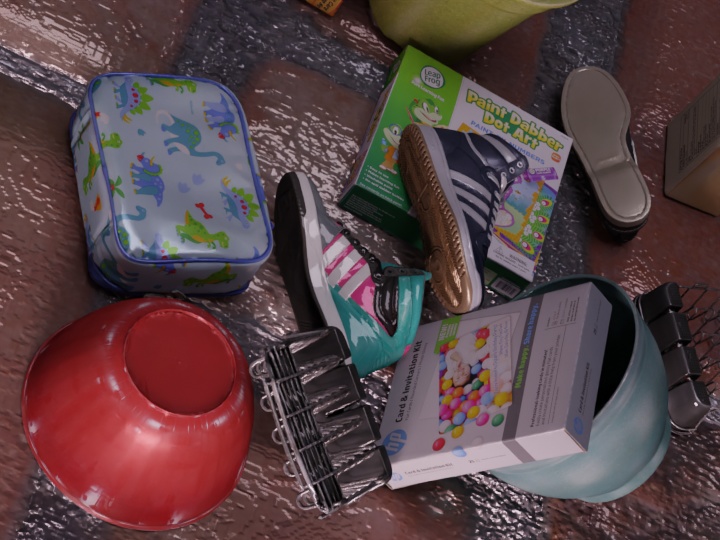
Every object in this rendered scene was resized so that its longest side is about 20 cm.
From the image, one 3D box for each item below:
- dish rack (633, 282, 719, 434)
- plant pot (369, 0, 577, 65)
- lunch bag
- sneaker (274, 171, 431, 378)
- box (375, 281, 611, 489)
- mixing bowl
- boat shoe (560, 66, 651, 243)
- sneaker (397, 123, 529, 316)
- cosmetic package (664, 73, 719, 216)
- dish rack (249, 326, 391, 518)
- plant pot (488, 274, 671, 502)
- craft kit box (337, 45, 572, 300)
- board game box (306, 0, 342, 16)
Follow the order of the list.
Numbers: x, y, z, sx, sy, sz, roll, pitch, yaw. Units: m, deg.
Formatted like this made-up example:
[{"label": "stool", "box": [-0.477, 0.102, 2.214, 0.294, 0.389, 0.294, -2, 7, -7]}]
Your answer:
[{"label": "dish rack", "box": [0.379, 0.087, 1.792, 0.199, 0.055, 0.154, 5, 60, -28]}, {"label": "plant pot", "box": [0.107, -0.304, 1.795, 0.200, 0.184, 0.201, 16, 58, -27]}, {"label": "lunch bag", "box": [-0.165, -0.073, 1.576, 0.160, 0.082, 0.201, -1, 62, -28]}, {"label": "sneaker", "box": [0.000, 0.000, 1.617, 0.120, 0.084, 0.201, -7, 73, -26]}, {"label": "box", "box": [0.113, 0.100, 1.549, 0.041, 0.200, 0.156, 45, 45, -33]}, {"label": "mixing bowl", "box": [-0.163, 0.097, 1.456, 0.200, 0.108, 0.201, 14, 55, -21]}, {"label": "boat shoe", "box": [0.250, -0.119, 1.853, 0.072, 0.063, 0.201, -11, 60, -3]}, {"label": "sneaker", "box": [0.110, -0.050, 1.666, 0.108, 0.070, 0.201, 0, 58, -26]}, {"label": "cosmetic package", "box": [0.400, -0.155, 1.857, 0.071, 0.200, 0.105, 22, 54, -16]}, {"label": "dish rack", "box": [-0.038, 0.122, 1.446, 0.154, 0.054, 0.200, 69, 17, 3]}, {"label": "plant pot", "box": [0.193, 0.124, 1.597, 0.134, 0.200, 0.201, 45, 45, -33]}, {"label": "craft kit box", "box": [0.098, -0.098, 1.761, 0.200, 0.049, 0.198, 28, 49, -11]}, {"label": "board game box", "box": [-0.042, -0.423, 1.782, 0.200, 0.200, 0.200, 30, 51, -8]}]
